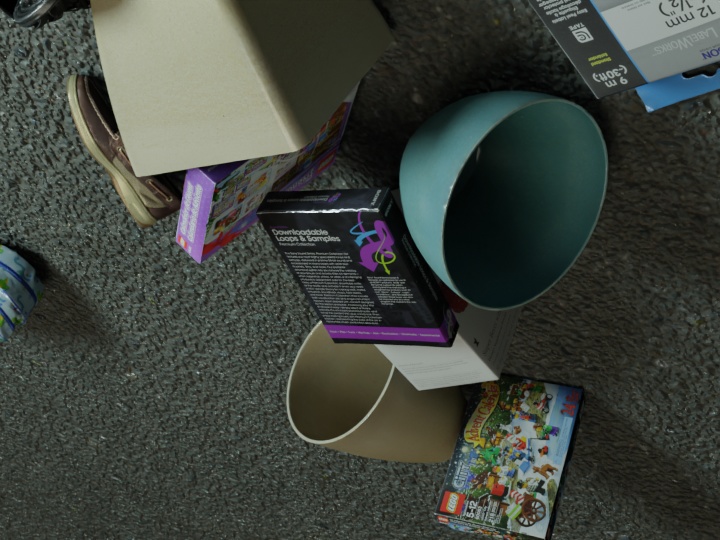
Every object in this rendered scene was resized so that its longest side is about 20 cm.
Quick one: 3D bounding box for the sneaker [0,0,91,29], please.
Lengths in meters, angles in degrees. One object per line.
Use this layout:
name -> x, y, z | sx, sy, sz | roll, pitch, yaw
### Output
sneaker -> -0.269, -0.264, 1.154 | 0.198, 0.100, 0.071 | 19, 144, 5

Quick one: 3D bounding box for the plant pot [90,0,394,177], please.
plant pot -> -0.121, -0.221, 1.057 | 0.199, 0.200, 0.178 | -6, 124, 35

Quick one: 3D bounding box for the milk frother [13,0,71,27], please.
milk frother -> -0.276, -0.334, 0.976 | 0.187, 0.201, 0.180 | 33, 146, -13

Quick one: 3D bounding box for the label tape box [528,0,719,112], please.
label tape box -> 0.241, -0.200, 0.966 | 0.143, 0.066, 0.200 | -14, 129, 42

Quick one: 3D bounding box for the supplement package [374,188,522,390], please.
supplement package -> 0.069, 0.021, 1.313 | 0.119, 0.122, 0.200 | -13, 132, 42

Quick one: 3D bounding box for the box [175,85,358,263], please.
box -> -0.091, -0.107, 1.172 | 0.039, 0.200, 0.137 | 42, 148, 14

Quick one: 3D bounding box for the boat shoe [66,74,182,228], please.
boat shoe -> -0.260, -0.142, 1.354 | 0.071, 0.072, 0.201 | -21, 120, 8

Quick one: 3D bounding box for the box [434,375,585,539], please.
box -> 0.183, 0.226, 1.447 | 0.135, 0.201, 0.038 | 8, 147, 20

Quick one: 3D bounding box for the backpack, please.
backpack -> -0.543, 0.025, 1.684 | 0.198, 0.155, 0.164 | -4, 132, 15

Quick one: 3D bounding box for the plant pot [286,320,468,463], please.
plant pot -> 0.042, 0.160, 1.490 | 0.186, 0.189, 0.199 | -15, 144, 42

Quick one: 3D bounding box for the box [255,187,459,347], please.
box -> 0.000, 0.000, 1.190 | 0.142, 0.036, 0.201 | 1, 139, 31

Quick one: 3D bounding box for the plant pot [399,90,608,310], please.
plant pot -> 0.112, -0.082, 1.118 | 0.134, 0.200, 0.201 | 33, 160, 46
